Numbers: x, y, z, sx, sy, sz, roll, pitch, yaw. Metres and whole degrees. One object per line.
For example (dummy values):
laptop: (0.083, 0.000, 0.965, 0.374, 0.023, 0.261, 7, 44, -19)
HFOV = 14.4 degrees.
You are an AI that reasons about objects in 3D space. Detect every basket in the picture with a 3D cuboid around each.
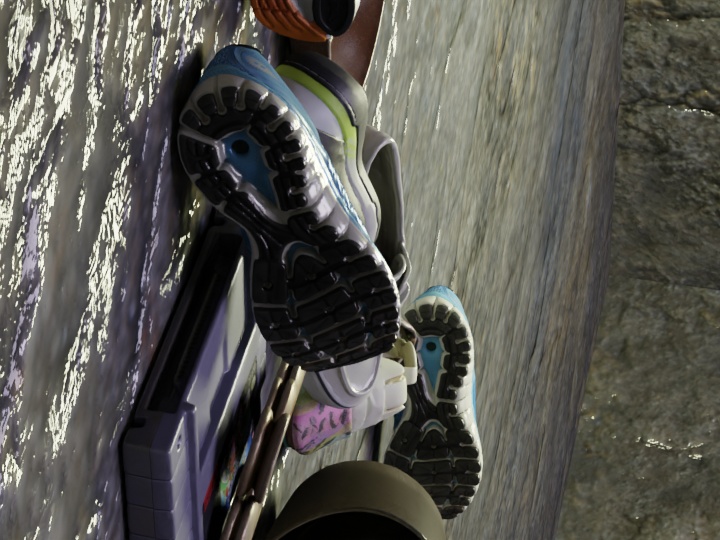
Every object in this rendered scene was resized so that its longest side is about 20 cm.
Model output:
basket: (-0.008, 0.198, 1.771, 0.181, 0.135, 0.200, -60, -179, 15)

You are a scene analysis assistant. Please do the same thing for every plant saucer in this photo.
plant saucer: (-0.012, -0.196, 1.720, 0.200, 0.034, 0.202, 9, 90, -81)

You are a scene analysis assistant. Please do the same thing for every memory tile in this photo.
memory tile: (-0.060, 0.124, 1.587, 0.200, 0.017, 0.154, -71, 179, -76)

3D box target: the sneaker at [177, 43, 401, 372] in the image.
sneaker: (-0.030, -0.035, 1.497, 0.090, 0.078, 0.201, -87, 158, -54)

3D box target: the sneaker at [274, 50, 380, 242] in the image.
sneaker: (-0.041, -0.046, 1.632, 0.083, 0.071, 0.200, -51, 156, -24)

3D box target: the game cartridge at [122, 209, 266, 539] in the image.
game cartridge: (-0.083, 0.075, 1.514, 0.201, 0.038, 0.130, -72, 162, -49)

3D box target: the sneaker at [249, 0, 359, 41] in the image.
sneaker: (-0.027, -0.224, 1.526, 0.201, 0.075, 0.092, 99, -2, -45)

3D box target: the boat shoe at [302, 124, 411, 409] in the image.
boat shoe: (0.000, 0.000, 1.771, 0.072, 0.065, 0.201, -23, 123, -45)

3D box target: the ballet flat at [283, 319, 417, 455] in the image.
ballet flat: (0.001, 0.068, 1.904, 0.200, 0.071, 0.070, -58, 155, -68)

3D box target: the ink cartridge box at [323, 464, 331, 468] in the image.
ink cartridge box: (-0.021, 0.263, 2.005, 0.163, 0.050, 0.201, -69, 161, -54)

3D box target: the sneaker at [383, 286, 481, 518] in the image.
sneaker: (0.064, 0.104, 2.271, 0.090, 0.078, 0.201, -70, 165, -65)
